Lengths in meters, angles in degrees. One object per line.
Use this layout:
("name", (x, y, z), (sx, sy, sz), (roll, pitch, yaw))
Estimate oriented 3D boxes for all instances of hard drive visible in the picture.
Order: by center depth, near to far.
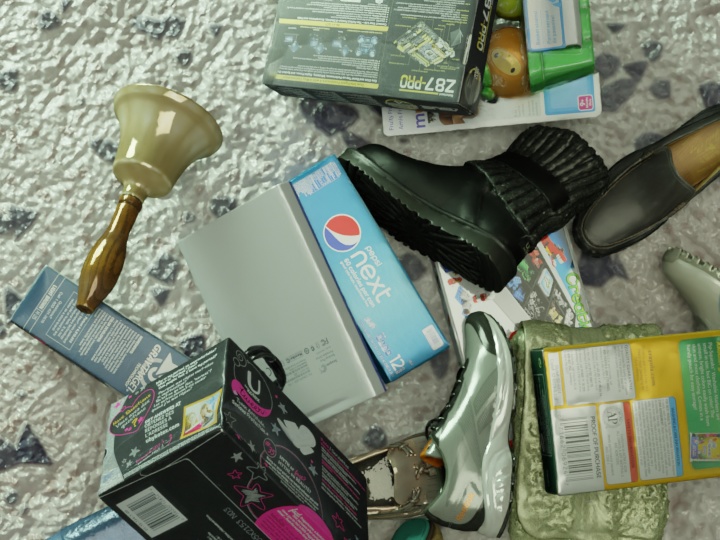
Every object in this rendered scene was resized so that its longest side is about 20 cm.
("hard drive", (-0.071, 0.039, 1.588), (0.132, 0.025, 0.201), (-27, 86, 35))

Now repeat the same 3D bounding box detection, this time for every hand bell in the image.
("hand bell", (-0.202, -0.050, 1.555), (0.104, 0.104, 0.201), (21, 63, -1))

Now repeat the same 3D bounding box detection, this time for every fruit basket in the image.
("fruit basket", (0.112, -0.222, 1.625), (0.199, 0.094, 0.186), (-4, 85, 0))

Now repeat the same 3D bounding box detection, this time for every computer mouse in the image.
("computer mouse", (-0.094, 0.128, 1.549), (0.058, 0.200, 0.034), (-22, 52, -23))

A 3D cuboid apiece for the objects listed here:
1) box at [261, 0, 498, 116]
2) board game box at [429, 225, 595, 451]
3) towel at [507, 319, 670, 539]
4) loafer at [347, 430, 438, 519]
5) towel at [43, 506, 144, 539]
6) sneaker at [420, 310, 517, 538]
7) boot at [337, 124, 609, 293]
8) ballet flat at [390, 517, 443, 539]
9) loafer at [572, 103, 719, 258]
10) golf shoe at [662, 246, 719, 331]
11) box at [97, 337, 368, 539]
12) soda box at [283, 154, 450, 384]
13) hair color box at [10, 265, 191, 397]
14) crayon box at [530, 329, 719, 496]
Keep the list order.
("box", (0.021, -0.228, 1.600), (0.199, 0.049, 0.162), (8, 82, 26))
("board game box", (0.148, 0.062, 1.629), (0.126, 0.035, 0.201), (-14, 86, -5))
("towel", (0.203, 0.144, 1.591), (0.148, 0.036, 0.201), (1, 86, -5))
("loafer", (0.019, 0.187, 1.584), (0.199, 0.063, 0.072), (-15, 81, 5))
("towel", (-0.241, 0.279, 1.584), (0.199, 0.049, 0.112), (-26, 87, -4))
("sneaker", (0.093, 0.127, 1.548), (0.079, 0.074, 0.201), (5, 66, -2))
("boot", (0.100, -0.084, 1.614), (0.211, 0.080, 0.158), (34, 66, 23))
("ballet flat", (0.028, 0.293, 1.543), (0.068, 0.200, 0.063), (-9, 117, 36))
("loafer", (0.276, -0.087, 1.631), (0.200, 0.072, 0.073), (-41, 89, -5))
("golf shoe", (0.331, 0.068, 1.622), (0.200, 0.078, 0.097), (45, 90, 2))
("box", (-0.100, 0.176, 1.467), (0.132, 0.115, 0.200), (-29, 122, 21))
("soda box", (0.000, 0.000, 1.611), (0.064, 0.068, 0.200), (-30, 87, -5))
("hair color box", (-0.200, 0.078, 1.572), (0.200, 0.100, 0.061), (32, 85, 4))
("crayon box", (0.254, 0.120, 1.555), (0.199, 0.052, 0.126), (-5, 87, -8))
